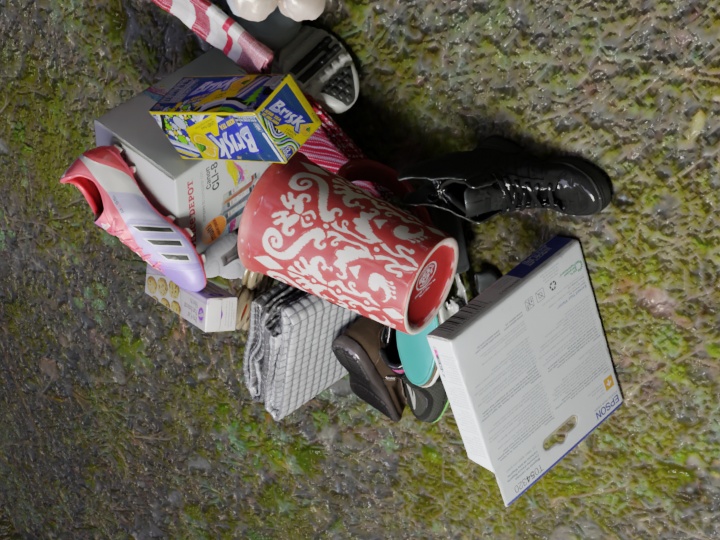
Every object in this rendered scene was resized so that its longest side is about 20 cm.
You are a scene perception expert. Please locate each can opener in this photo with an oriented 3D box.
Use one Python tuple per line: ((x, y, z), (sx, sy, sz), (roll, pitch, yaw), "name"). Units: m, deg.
((0.110, -0.022, 1.658), (0.053, 0.066, 0.202), (-109, 1, -68), "can opener")

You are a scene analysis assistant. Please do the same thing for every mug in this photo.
((0.001, -0.042, 1.576), (0.199, 0.179, 0.134), (25, 166, 24), "mug")

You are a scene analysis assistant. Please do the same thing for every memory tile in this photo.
((-0.116, 0.000, 1.832), (0.017, 0.155, 0.200), (21, 178, 5), "memory tile")

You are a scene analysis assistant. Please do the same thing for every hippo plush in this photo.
((-0.123, -0.306, 1.587), (0.200, 0.159, 0.161), (49, 148, 7), "hippo plush")

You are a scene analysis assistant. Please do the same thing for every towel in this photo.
((-0.174, -0.269, 1.594), (0.199, 0.023, 0.144), (38, 175, -1), "towel")
((-0.060, 0.067, 1.856), (0.086, 0.165, 0.201), (43, 147, 27), "towel")
((-0.060, -0.143, 1.698), (0.144, 0.023, 0.200), (17, 162, 41), "towel")

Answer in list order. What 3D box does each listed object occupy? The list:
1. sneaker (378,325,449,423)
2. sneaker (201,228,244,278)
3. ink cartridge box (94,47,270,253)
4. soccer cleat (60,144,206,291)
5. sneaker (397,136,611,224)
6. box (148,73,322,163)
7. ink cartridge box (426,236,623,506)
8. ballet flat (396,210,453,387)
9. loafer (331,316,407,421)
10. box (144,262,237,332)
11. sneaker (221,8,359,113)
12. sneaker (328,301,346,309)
((0.057, 0.101, 1.806), (0.076, 0.084, 0.202), (23, 137, 40), "sneaker")
((-0.194, -0.050, 1.928), (0.114, 0.199, 0.076), (46, 105, 26), "sneaker")
((-0.191, -0.135, 1.802), (0.144, 0.199, 0.146), (35, 144, 27), "ink cartridge box")
((-0.250, -0.048, 1.704), (0.201, 0.076, 0.067), (53, 147, -2), "soccer cleat")
((0.139, -0.078, 1.507), (0.199, 0.104, 0.060), (24, 137, 39), "sneaker")
((-0.133, -0.161, 1.612), (0.199, 0.064, 0.070), (8, 140, 51), "box")
((0.170, 0.100, 1.547), (0.043, 0.196, 0.202), (13, 130, 48), "ink cartridge box")
((0.073, 0.028, 1.711), (0.069, 0.069, 0.202), (7, 111, 50), "ballet flat")
((0.027, 0.120, 1.873), (0.073, 0.071, 0.200), (32, 163, 26), "loafer")
((-0.200, 0.028, 1.785), (0.200, 0.038, 0.042), (26, 114, 59), "box")
((-0.072, -0.229, 1.689), (0.200, 0.075, 0.081), (41, 158, 29), "sneaker")
((0.000, 0.000, 1.676), (0.199, 0.083, 0.073), (20, 167, 30), "sneaker")
